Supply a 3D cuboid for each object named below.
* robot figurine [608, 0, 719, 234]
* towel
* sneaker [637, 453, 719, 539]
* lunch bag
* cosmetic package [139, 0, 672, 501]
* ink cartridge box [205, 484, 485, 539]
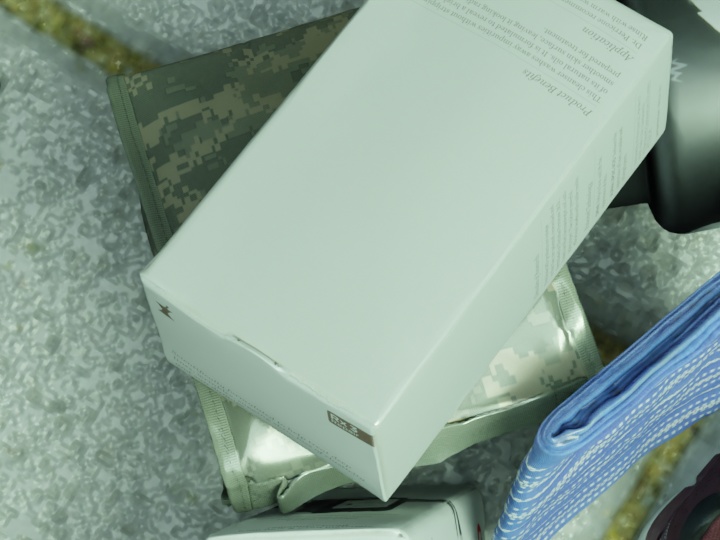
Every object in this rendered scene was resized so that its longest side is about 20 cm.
[{"bbox_3d":[0.177,-0.086,1.126,0.200,0.125,0.151,-10,84,2],"label":"robot figurine"},{"bbox_3d":[0.116,0.061,1.081,0.145,0.200,0.024,-38,75,-17],"label":"towel"},{"bbox_3d":[0.199,0.080,1.136,0.076,0.116,0.200,35,89,-1],"label":"sneaker"},{"bbox_3d":[0.000,0.000,1.102,0.164,0.118,0.200,-17,59,-1],"label":"lunch bag"},{"bbox_3d":[0.021,-0.027,1.008,0.113,0.081,0.200,34,73,18],"label":"cosmetic package"},{"bbox_3d":[0.001,0.169,1.087,0.083,0.200,0.146,-3,89,11],"label":"ink cartridge box"}]
